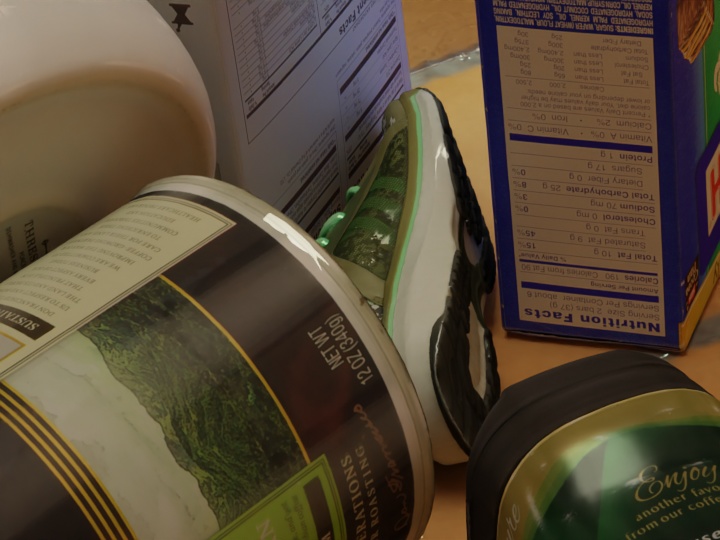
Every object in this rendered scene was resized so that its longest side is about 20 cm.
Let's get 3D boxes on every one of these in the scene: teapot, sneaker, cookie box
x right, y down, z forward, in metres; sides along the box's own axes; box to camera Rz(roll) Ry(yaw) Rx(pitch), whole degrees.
[{"bbox_3d":[-0.154,-0.042,0.884,0.146,0.200,0.197,45,24,29],"label":"teapot"},{"bbox_3d":[0.000,0.000,0.958,0.088,0.077,0.200,-13,31,10],"label":"sneaker"},{"bbox_3d":[0.104,-0.101,0.962,0.075,0.201,0.171,8,38,20],"label":"cookie box"}]

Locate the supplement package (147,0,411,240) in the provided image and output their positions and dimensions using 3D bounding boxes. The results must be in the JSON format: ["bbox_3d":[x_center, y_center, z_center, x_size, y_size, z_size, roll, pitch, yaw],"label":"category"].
[{"bbox_3d":[-0.083,-0.104,1.003,0.151,0.201,0.151,8,37,23],"label":"supplement package"}]

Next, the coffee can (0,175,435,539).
[{"bbox_3d":[-0.097,0.080,0.789,0.146,0.147,0.200,24,46,38],"label":"coffee can"}]

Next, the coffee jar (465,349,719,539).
[{"bbox_3d":[0.102,0.110,0.743,0.085,0.105,0.200,-17,36,-18],"label":"coffee jar"}]
